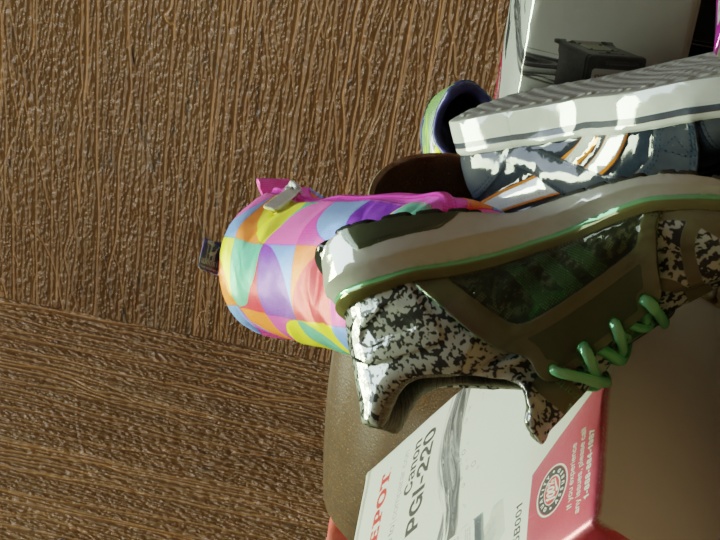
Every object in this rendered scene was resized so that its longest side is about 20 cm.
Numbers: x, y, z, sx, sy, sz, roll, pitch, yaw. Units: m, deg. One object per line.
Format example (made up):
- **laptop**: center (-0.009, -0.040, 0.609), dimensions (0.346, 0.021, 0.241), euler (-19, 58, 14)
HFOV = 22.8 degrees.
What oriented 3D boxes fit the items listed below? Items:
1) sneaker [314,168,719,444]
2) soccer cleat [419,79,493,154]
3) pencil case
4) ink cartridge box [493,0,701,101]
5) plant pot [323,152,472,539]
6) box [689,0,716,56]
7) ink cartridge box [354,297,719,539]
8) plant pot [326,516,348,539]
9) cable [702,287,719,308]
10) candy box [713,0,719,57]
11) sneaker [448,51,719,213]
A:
- **sneaker**: center (0.080, 0.021, 0.668), dimensions (0.077, 0.198, 0.089), euler (32, -128, -64)
- **soccer cleat**: center (0.091, -0.031, 1.166), dimensions (0.084, 0.064, 0.201), euler (108, 141, -68)
- **pencil case**: center (0.000, 0.000, 0.862), dimensions (0.200, 0.088, 0.089), euler (9, 88, 59)
- **ink cartridge box**: center (0.119, -0.128, 0.910), dimensions (0.146, 0.083, 0.201), euler (-83, -1, -52)
- **plant pot**: center (0.056, 0.069, 1.023), dimensions (0.187, 0.186, 0.201), euler (-76, 9, -59)
- **box**: center (0.197, -0.207, 0.975), dimensions (0.193, 0.047, 0.202), euler (-121, 42, -88)
- **ink cartridge box**: center (0.074, 0.111, 0.750), dimensions (0.200, 0.084, 0.146), euler (-48, 20, 42)
- **plant pot**: center (0.076, 0.141, 1.347), dimensions (0.200, 0.176, 0.202), euler (11, -90, -89)
- **cable**: center (0.169, -0.014, 0.795), dimensions (0.098, 0.050, 0.200), euler (-60, 4, -21)
- **candy box**: center (0.177, -0.189, 0.670), dimensions (0.137, 0.060, 0.201), euler (98, -176, -47)
- **sneaker**: center (0.123, -0.048, 0.782), dimensions (0.199, 0.078, 0.080), euler (-6, 103, 56)
